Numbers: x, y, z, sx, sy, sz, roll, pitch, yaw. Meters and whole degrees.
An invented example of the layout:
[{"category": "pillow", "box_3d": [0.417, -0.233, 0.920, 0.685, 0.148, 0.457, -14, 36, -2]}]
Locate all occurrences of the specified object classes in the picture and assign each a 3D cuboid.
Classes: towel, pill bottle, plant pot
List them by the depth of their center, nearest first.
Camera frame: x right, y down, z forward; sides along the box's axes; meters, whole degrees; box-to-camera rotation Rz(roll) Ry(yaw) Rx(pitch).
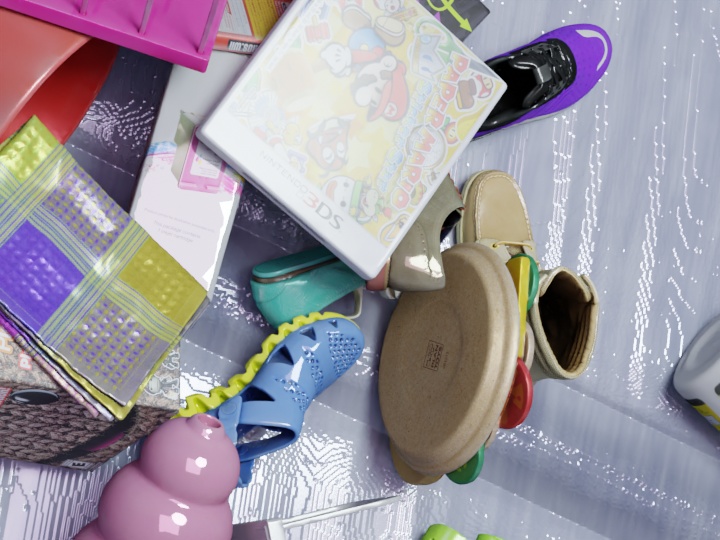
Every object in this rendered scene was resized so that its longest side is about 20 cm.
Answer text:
[{"category": "towel", "box_3d": [-0.208, -0.003, 1.278, 0.200, 0.023, 0.144, 47, 51, -9]}, {"category": "plant pot", "box_3d": [-0.314, -0.164, 1.377, 0.177, 0.201, 0.201, 37, 72, 3]}, {"category": "pill bottle", "box_3d": [0.385, 0.129, 1.580, 0.200, 0.111, 0.112, 43, 71, -7]}]

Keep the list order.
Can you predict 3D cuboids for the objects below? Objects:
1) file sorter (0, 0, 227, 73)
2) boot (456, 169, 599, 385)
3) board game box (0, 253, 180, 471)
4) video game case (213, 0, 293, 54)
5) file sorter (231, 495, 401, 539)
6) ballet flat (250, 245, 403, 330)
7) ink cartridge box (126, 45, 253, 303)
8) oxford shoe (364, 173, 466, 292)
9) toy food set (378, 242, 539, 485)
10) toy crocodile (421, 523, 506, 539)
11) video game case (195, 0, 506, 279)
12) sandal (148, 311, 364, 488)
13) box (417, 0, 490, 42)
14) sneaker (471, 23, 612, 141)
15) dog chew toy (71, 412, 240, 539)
[{"category": "file sorter", "box_3d": [-0.184, -0.264, 1.317, 0.198, 0.126, 0.140, 18, 39, -7]}, {"category": "boot", "box_3d": [0.142, 0.001, 1.500, 0.072, 0.155, 0.202, 0, 81, -17]}, {"category": "board game box", "box_3d": [-0.257, 0.070, 1.328, 0.198, 0.159, 0.098, 13, 61, -30]}, {"category": "video game case", "box_3d": [-0.082, -0.222, 1.434, 0.198, 0.018, 0.144, 5, 42, -21]}, {"category": "file sorter", "box_3d": [-0.021, 0.290, 1.412, 0.123, 0.139, 0.202, -9, 84, -22]}, {"category": "ballet flat", "box_3d": [0.000, 0.000, 1.512, 0.198, 0.067, 0.071, -22, 112, -19]}, {"category": "ink cartridge box", "box_3d": [-0.140, -0.069, 1.428, 0.084, 0.145, 0.202, 18, 76, -8]}, {"category": "oxford shoe", "box_3d": [0.053, -0.064, 1.474, 0.074, 0.071, 0.202, 9, 60, 3]}, {"category": "toy food set", "box_3d": [0.079, 0.076, 1.449, 0.048, 0.197, 0.202, 15, 73, -28]}, {"category": "toy crocodile", "box_3d": [0.137, 0.275, 1.509, 0.199, 0.062, 0.068, 25, 74, -17]}, {"category": "video game case", "box_3d": [-0.004, -0.127, 1.390, 0.182, 0.023, 0.201, 40, 74, -16]}, {"category": "sandal", "box_3d": [-0.072, 0.113, 1.443, 0.199, 0.087, 0.080, -38, 136, -14]}, {"category": "box", "box_3d": [-0.002, -0.246, 1.541, 0.200, 0.036, 0.143, 44, 71, -5]}, {"category": "sneaker", "box_3d": [0.153, -0.167, 1.560, 0.199, 0.099, 0.070, -27, 91, -19]}, {"category": "dog chew toy", "box_3d": [-0.154, 0.202, 1.364, 0.123, 0.125, 0.202, 22, 105, -13]}]
